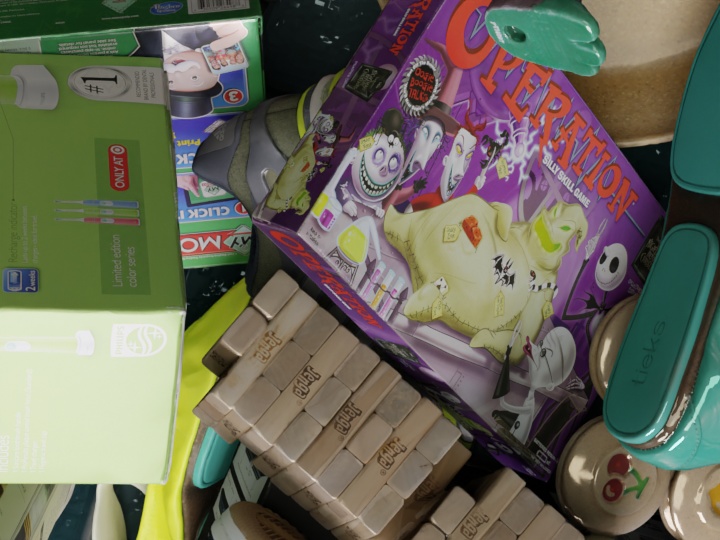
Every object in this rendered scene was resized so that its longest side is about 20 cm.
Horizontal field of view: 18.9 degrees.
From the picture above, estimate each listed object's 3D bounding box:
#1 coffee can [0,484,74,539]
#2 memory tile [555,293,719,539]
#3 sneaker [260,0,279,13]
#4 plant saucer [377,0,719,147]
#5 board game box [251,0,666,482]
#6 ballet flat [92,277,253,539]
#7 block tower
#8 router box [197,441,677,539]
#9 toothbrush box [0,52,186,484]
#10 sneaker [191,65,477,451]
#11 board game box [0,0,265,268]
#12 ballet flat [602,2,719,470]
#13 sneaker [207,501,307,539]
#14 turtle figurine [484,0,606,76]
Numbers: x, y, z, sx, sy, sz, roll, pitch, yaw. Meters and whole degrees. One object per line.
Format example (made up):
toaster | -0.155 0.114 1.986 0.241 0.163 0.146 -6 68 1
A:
coffee can | -0.198 0.100 0.855 0.146 0.200 0.146 1 107 3
memory tile | 0.139 0.114 0.885 0.153 0.017 0.200 13 95 -28
sneaker | -0.094 -0.171 0.833 0.099 0.071 0.200 -23 111 11
plant saucer | 0.098 -0.149 0.844 0.200 0.035 0.200 1 108 3
board game box | 0.048 -0.015 0.810 0.200 0.032 0.120 45 68 -47
ballet flat | -0.078 0.084 0.919 0.067 0.067 0.200 19 111 20
block tower | 0.024 0.089 0.812 0.200 0.058 0.054 41 74 -2
router box | 0.021 0.159 0.909 0.200 0.052 0.157 17 109 -21
toothbrush box | -0.166 -0.005 0.757 0.200 0.146 0.086 2 130 -12
sneaker | 0.000 0.000 0.862 0.081 0.074 0.200 -8 131 20
board game box | -0.135 -0.049 0.848 0.200 0.029 0.135 -5 139 -3
ballet flat | 0.150 -0.019 0.826 0.070 0.067 0.200 16 91 -33
sneaker | -0.025 0.184 0.840 0.108 0.070 0.200 -37 121 2
turtle figurine | 0.095 -0.172 0.749 0.150 0.101 0.200 41 66 -15
